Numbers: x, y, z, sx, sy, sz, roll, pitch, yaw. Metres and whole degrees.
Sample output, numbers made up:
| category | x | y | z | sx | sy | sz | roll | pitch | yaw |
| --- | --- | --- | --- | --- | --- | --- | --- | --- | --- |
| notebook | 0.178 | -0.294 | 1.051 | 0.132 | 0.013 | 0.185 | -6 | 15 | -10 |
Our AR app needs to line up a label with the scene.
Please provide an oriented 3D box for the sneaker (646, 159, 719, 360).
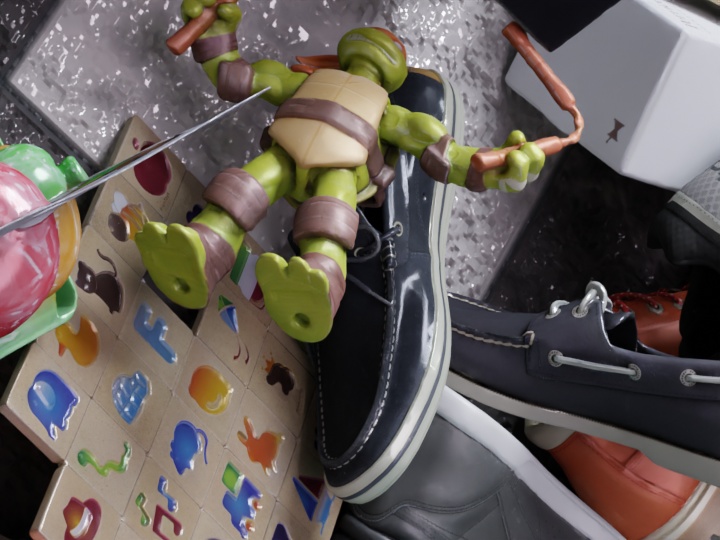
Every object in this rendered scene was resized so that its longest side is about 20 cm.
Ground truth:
| category | x | y | z | sx | sy | sz | roll | pitch | yaw |
| --- | --- | --- | --- | --- | --- | --- | --- | --- | --- |
| sneaker | 0.185 | 0.035 | 1.202 | 0.087 | 0.074 | 0.201 | -28 | 112 | -4 |

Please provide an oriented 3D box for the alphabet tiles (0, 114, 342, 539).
| category | x | y | z | sx | sy | sz | roll | pitch | yaw |
| --- | --- | --- | --- | --- | --- | --- | --- | --- | --- |
| alphabet tiles | -0.066 | 0.060 | 1.084 | 0.167 | 0.008 | 0.201 | 48 | 40 | -26 |

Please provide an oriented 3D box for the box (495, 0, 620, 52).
| category | x | y | z | sx | sy | sz | roll | pitch | yaw |
| --- | --- | --- | --- | --- | --- | --- | --- | --- | --- |
| box | 0.048 | -0.230 | 1.109 | 0.196 | 0.117 | 0.201 | 41 | 25 | -29 |

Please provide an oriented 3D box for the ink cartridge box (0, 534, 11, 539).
| category | x | y | z | sx | sy | sz | roll | pitch | yaw |
| --- | --- | --- | --- | --- | --- | --- | --- | --- | --- |
| ink cartridge box | -0.070 | 0.166 | 1.020 | 0.199 | 0.162 | 0.050 | 28 | 92 | -33 |

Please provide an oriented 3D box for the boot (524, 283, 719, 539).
| category | x | y | z | sx | sy | sz | roll | pitch | yaw |
| --- | --- | --- | --- | --- | --- | --- | --- | --- | --- |
| boot | 0.148 | 0.029 | 1.261 | 0.107 | 0.075 | 0.201 | 40 | 59 | -15 |

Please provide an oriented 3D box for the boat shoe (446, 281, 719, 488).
| category | x | y | z | sx | sy | sz | roll | pitch | yaw |
| --- | --- | --- | --- | --- | --- | --- | --- | --- | --- |
| boat shoe | 0.105 | 0.035 | 1.156 | 0.073 | 0.199 | 0.063 | -22 | 129 | -64 |

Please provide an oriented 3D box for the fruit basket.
| category | x | y | z | sx | sy | sz | roll | pitch | yaw |
| --- | --- | --- | --- | --- | --- | --- | --- | --- | --- |
| fruit basket | -0.149 | -0.010 | 0.949 | 0.185 | 0.200 | 0.094 | -31 | 91 | -34 |

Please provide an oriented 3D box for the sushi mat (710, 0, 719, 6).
| category | x | y | z | sx | sy | sz | roll | pitch | yaw |
| --- | --- | --- | --- | --- | --- | --- | --- | --- | --- |
| sushi mat | 0.186 | -0.118 | 1.240 | 0.199 | 0.096 | 0.012 | 27 | 108 | -4 |

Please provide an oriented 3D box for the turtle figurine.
| category | x | y | z | sx | sy | sz | roll | pitch | yaw |
| --- | --- | --- | --- | --- | --- | --- | --- | --- | --- |
| turtle figurine | -0.025 | -0.050 | 1.081 | 0.199 | 0.065 | 0.162 | 25 | 52 | 8 |

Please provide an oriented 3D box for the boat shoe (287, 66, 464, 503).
| category | x | y | z | sx | sy | sz | roll | pitch | yaw |
| --- | --- | --- | --- | --- | --- | --- | --- | --- | --- |
| boat shoe | 0.000 | 0.000 | 1.135 | 0.062 | 0.074 | 0.201 | 22 | 61 | -30 |

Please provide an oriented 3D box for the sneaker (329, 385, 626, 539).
| category | x | y | z | sx | sy | sz | roll | pitch | yaw |
| --- | --- | --- | --- | --- | --- | --- | --- | --- | --- |
| sneaker | 0.054 | 0.130 | 1.189 | 0.099 | 0.071 | 0.200 | -53 | 133 | -5 |

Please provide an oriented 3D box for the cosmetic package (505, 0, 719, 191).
| category | x | y | z | sx | sy | sz | roll | pitch | yaw |
| --- | --- | --- | --- | --- | --- | --- | --- | --- | --- |
| cosmetic package | 0.177 | -0.074 | 1.257 | 0.199 | 0.101 | 0.072 | 13 | 109 | -37 |
